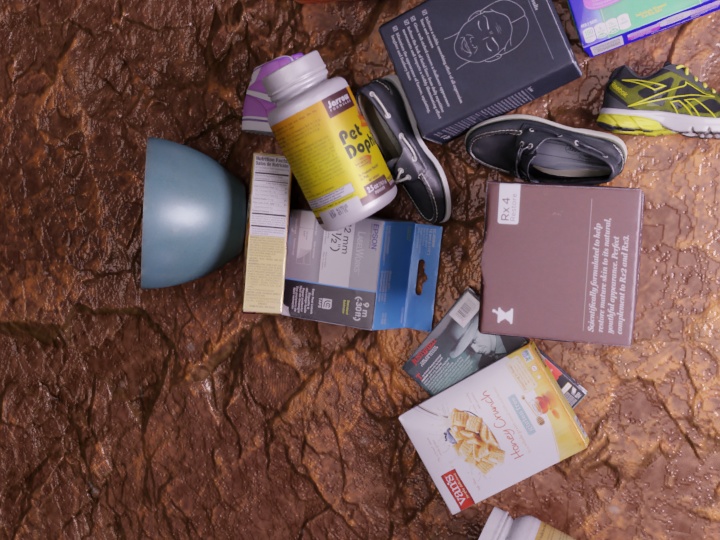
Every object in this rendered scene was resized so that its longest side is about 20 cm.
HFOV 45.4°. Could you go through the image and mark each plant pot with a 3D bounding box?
[{"bbox_3d":[-0.226,-0.074,1.167,0.133,0.200,0.203,3,95,-14],"label":"plant pot"}]

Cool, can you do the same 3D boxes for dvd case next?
[{"bbox_3d":[0.170,0.140,1.111,0.200,0.022,0.146,41,105,11],"label":"dvd case"}]

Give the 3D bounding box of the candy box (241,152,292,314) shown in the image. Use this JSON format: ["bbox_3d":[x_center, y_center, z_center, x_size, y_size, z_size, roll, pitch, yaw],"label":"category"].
[{"bbox_3d":[-0.124,-0.043,1.135,0.055,0.115,0.203,4,85,-9],"label":"candy box"}]

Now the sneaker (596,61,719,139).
[{"bbox_3d":[0.375,-0.198,0.991,0.198,0.074,0.086,6,95,19],"label":"sneaker"}]

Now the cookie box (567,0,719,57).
[{"bbox_3d":[0.314,-0.378,1.001,0.169,0.075,0.202,-18,87,20],"label":"cookie box"}]

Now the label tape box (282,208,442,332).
[{"bbox_3d":[0.000,0.000,1.140,0.198,0.066,0.145,8,96,20],"label":"label tape box"}]

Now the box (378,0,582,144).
[{"bbox_3d":[0.147,-0.267,1.050,0.198,0.107,0.150,-23,85,20],"label":"box"}]

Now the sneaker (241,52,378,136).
[{"bbox_3d":[-0.064,-0.232,1.147,0.198,0.073,0.116,11,91,17],"label":"sneaker"}]

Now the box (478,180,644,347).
[{"bbox_3d":[0.235,-0.013,0.985,0.162,0.200,0.168,5,95,18],"label":"box"}]

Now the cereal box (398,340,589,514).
[{"bbox_3d":[0.165,0.199,1.084,0.199,0.039,0.145,-33,83,18],"label":"cereal box"}]

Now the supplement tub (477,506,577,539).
[{"bbox_3d":[0.226,0.389,1.040,0.198,0.144,0.146,25,101,16],"label":"supplement tub"}]

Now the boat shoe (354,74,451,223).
[{"bbox_3d":[0.051,-0.146,1.093,0.075,0.060,0.202,-22,94,60],"label":"boat shoe"}]

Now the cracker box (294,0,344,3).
[{"bbox_3d":[-0.030,-0.461,1.127,0.132,0.058,0.203,2,93,19],"label":"cracker box"}]

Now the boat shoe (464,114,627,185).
[{"bbox_3d":[0.219,-0.136,1.043,0.197,0.066,0.075,13,129,13],"label":"boat shoe"}]

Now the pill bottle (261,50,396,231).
[{"bbox_3d":[-0.042,-0.158,1.050,0.108,0.109,0.202,-23,102,19],"label":"pill bottle"}]
